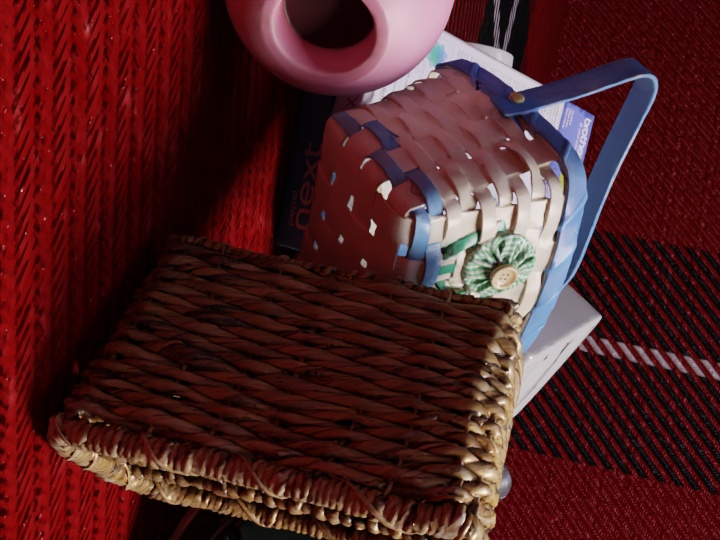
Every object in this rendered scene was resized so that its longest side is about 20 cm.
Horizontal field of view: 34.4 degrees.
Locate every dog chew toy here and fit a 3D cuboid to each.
[{"bbox_3d":[-0.004,-0.188,0.643,0.125,0.123,0.201,90,8,-45],"label":"dog chew toy"}]

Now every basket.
[{"bbox_3d":[0.069,-0.028,0.661,0.199,0.139,0.177,-21,142,-32],"label":"basket"},{"bbox_3d":[-0.031,0.093,0.564,0.150,0.198,0.144,-69,167,-49],"label":"basket"}]

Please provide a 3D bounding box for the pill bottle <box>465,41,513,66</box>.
[{"bbox_3d":[0.103,-0.134,1.228,0.112,0.111,0.202,4,97,-79],"label":"pill bottle"}]

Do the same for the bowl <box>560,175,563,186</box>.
[{"bbox_3d":[0.091,-0.063,1.005,0.201,0.107,0.200,60,-11,18],"label":"bowl"}]

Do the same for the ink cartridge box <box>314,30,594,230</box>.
[{"bbox_3d":[0.069,-0.085,0.783,0.199,0.042,0.121,19,83,-34],"label":"ink cartridge box"}]

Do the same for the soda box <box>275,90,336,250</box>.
[{"bbox_3d":[0.001,-0.108,0.801,0.064,0.068,0.202,6,95,-38],"label":"soda box"}]

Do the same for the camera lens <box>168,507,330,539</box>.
[{"bbox_3d":[-0.036,0.207,0.715,0.200,0.158,0.162,87,17,-73],"label":"camera lens"}]

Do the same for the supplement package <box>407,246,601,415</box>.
[{"bbox_3d":[0.077,0.048,0.846,0.117,0.117,0.200,-53,165,21],"label":"supplement package"}]

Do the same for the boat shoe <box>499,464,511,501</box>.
[{"bbox_3d":[0.066,0.157,0.913,0.200,0.066,0.071,149,-81,-77],"label":"boat shoe"}]

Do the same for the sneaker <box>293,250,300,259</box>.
[{"bbox_3d":[0.000,0.000,0.887,0.201,0.083,0.075,-55,159,-38],"label":"sneaker"}]
